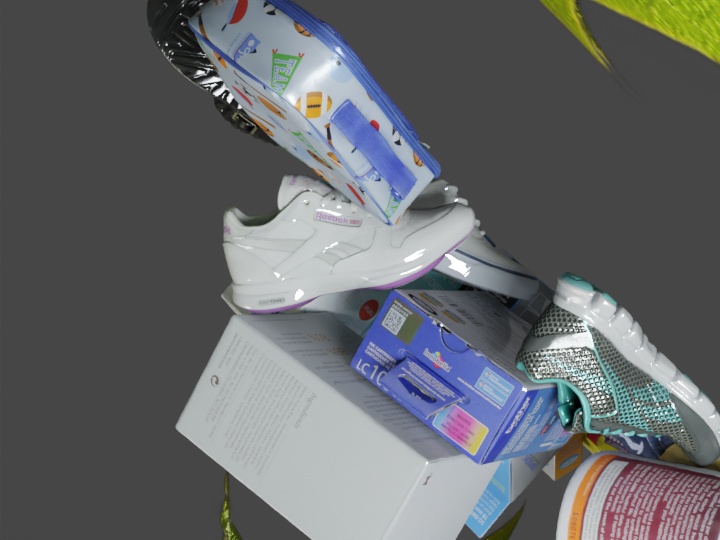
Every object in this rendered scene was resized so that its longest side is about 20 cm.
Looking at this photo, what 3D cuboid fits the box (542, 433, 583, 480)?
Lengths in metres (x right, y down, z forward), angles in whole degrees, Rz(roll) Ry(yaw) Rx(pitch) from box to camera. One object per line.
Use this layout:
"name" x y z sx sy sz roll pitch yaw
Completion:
"box" 0.161 0.106 1.628 0.119 0.041 0.201 42 147 38

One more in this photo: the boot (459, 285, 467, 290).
"boot" 0.032 0.042 1.658 0.163 0.197 0.074 -98 0 -66

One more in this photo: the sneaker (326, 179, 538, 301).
"sneaker" 0.064 -0.037 1.395 0.199 0.071 0.073 25 178 -17

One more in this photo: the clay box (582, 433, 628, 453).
"clay box" 0.269 0.184 1.657 0.200 0.048 0.115 41 177 35

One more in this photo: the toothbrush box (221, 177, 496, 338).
"toothbrush box" 0.000 0.000 1.500 0.085 0.200 0.146 41 177 40

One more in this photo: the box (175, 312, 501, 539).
"box" -0.014 0.130 1.343 0.200 0.107 0.152 36 -165 24

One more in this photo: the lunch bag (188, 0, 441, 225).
"lunch bag" -0.027 -0.120 1.239 0.160 0.076 0.200 38 175 40

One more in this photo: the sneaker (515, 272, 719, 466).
"sneaker" 0.188 0.091 1.271 0.200 0.091 0.078 43 178 -23

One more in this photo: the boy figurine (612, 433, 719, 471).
"boy figurine" 0.276 0.157 1.382 0.200 0.064 0.125 38 151 19

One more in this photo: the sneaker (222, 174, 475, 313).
"sneaker" -0.012 -0.031 1.319 0.075 0.198 0.100 -77 -27 -76

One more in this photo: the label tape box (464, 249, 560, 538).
"label tape box" 0.114 0.105 1.488 0.144 0.200 0.063 41 178 33

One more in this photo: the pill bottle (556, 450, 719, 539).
"pill bottle" 0.257 0.207 1.290 0.199 0.115 0.114 8 155 40

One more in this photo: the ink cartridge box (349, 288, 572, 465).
"ink cartridge box" 0.086 0.079 1.336 0.136 0.077 0.200 36 -166 24

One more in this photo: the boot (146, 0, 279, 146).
"boot" -0.112 -0.182 1.555 0.211 0.080 0.158 42 179 -15
